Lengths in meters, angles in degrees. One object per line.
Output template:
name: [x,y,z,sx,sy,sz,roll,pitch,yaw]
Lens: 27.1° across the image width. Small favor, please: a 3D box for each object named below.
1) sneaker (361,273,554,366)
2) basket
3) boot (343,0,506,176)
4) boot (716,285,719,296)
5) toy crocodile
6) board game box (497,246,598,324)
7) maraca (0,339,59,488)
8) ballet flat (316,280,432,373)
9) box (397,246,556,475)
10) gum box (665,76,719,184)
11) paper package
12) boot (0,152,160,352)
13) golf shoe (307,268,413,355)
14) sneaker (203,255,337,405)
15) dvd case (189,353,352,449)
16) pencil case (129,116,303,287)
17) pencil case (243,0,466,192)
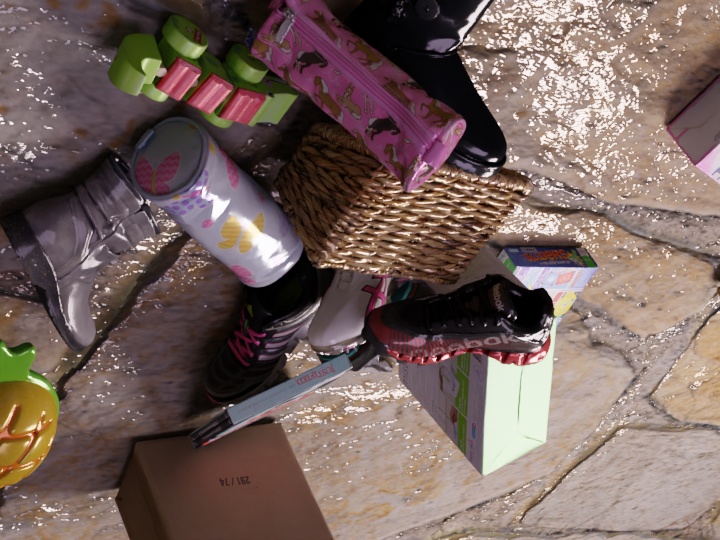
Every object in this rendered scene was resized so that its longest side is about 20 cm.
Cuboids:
sneaker: [0.102,0.045,1.458,0.198,0.072,0.098,2,145,-15]
basket: [0.039,-0.091,1.409,0.198,0.144,0.149,7,134,-39]
boot: [0.084,-0.199,1.294,0.169,0.199,0.077,-51,-179,31]
boot: [0.589,0.002,2.025,0.199,0.072,0.155,12,125,-45]
toy crocodile: [-0.130,-0.160,1.268,0.199,0.062,0.068,16,125,-48]
board game box: [0.184,0.055,1.805,0.134,0.035,0.201,0,135,-37]
maraca: [-0.355,0.136,1.427,0.136,0.107,0.201,-25,146,-21]
ballet flat: [0.024,0.076,1.614,0.068,0.068,0.200,37,146,-15]
box: [0.122,0.089,1.646,0.096,0.177,0.202,-23,135,-21]
gum box: [0.456,-0.190,1.679,0.200,0.066,0.113,-45,143,19]
paper package: [-0.154,0.282,1.693,0.198,0.192,0.104,-4,138,-33]
boot: [-0.239,-0.010,1.373,0.131,0.070,0.201,-29,151,-12]
golf shoe: [0.000,0.000,1.514,0.200,0.072,0.093,-52,129,-34]
sneaker: [-0.102,0.055,1.554,0.200,0.074,0.087,-44,145,10]
dvd case: [-0.101,0.144,1.618,0.145,0.022,0.200,-24,176,-21]
pencil case: [-0.129,-0.062,1.369,0.083,0.091,0.200,-39,146,5]
pencil case: [-0.002,-0.154,1.248,0.086,0.200,0.083,-38,168,-50]
